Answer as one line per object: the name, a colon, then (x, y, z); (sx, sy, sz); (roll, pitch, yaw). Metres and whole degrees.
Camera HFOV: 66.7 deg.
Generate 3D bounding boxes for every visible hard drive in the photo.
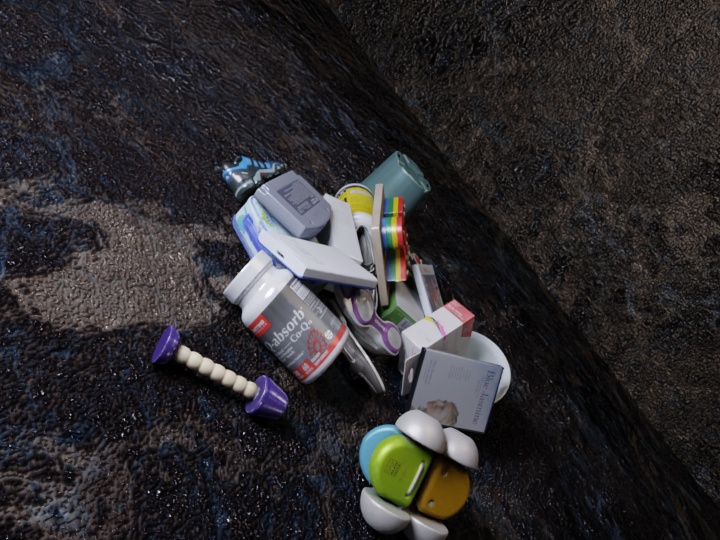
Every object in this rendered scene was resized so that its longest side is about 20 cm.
hard drive: (-0.071, -0.016, 0.963); (0.131, 0.026, 0.197); (37, 15, 35)

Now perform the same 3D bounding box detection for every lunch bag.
lunch bag: (-0.150, -0.044, 1.049); (0.203, 0.082, 0.159); (57, 25, 18)

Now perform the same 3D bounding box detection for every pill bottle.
pill bottle: (-0.009, -0.116, 1.354); (0.113, 0.114, 0.203); (34, 27, -27)
pill bottle: (-0.121, 0.074, 0.887); (0.200, 0.116, 0.116); (45, 24, -6)

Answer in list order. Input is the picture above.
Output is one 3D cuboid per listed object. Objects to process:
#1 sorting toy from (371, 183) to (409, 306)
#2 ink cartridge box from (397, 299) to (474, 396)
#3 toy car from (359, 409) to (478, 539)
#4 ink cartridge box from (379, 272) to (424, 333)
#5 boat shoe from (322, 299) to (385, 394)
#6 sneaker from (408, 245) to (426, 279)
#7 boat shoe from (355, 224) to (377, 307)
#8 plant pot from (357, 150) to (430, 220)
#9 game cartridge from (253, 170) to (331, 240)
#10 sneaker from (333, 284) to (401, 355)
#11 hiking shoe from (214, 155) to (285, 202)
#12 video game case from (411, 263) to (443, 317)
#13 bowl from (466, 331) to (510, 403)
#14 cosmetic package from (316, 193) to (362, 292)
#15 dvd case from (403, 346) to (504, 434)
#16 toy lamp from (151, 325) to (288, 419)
sorting toy: (0.073, -0.063, 1.252); (0.202, 0.067, 0.206); (-82, 167, -55)
ink cartridge box: (0.144, 0.161, 1.142); (0.196, 0.120, 0.067); (-26, 46, -30)
toy car: (0.077, 0.312, 0.863); (0.197, 0.179, 0.149); (32, -6, -31)
ink cartridge box: (0.099, 0.070, 1.334); (0.103, 0.059, 0.203); (40, 26, -23)
boat shoe: (-0.025, 0.153, 1.025); (0.203, 0.056, 0.067); (58, -10, 10)
sneaker: (0.128, 0.002, 1.474); (0.201, 0.081, 0.083); (50, 35, -37)
boat shoe: (0.000, 0.000, 1.190); (0.069, 0.071, 0.207); (-6, 73, -16)
plant pot: (0.087, -0.217, 1.566); (0.199, 0.196, 0.203); (38, 25, -22)
game cartridge: (-0.123, -0.128, 1.078); (0.132, 0.041, 0.200); (40, 22, -2)
sneaker: (-0.003, 0.099, 1.066); (0.202, 0.097, 0.076); (53, 48, -26)
hiking shoe: (-0.227, -0.217, 1.176); (0.087, 0.074, 0.200); (47, 24, -3)
video game case: (0.185, 0.085, 1.388); (0.181, 0.022, 0.207); (2, 72, -71)
bowl: (0.230, 0.240, 1.229); (0.193, 0.092, 0.206); (4, 46, -4)
cosmetic package: (-0.060, -0.061, 1.190); (0.069, 0.102, 0.204); (19, 36, -26)
dvd case: (0.188, 0.243, 1.090); (0.194, 0.148, 0.017); (15, 3, -22)
toy lamp: (-0.185, 0.147, 0.746); (0.197, 0.058, 0.059); (34, 27, -25)
